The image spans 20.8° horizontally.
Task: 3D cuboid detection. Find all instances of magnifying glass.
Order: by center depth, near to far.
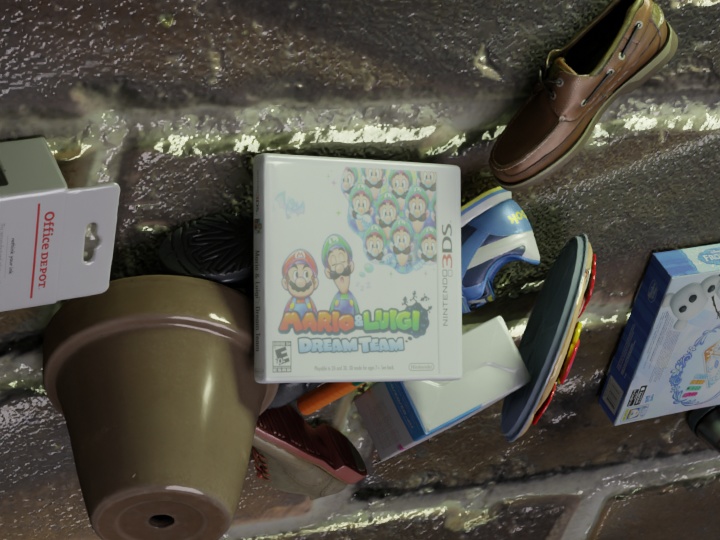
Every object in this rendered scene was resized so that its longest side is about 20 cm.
[{"bbox_3d":[0.011,0.088,1.754,0.079,0.023,0.199,-23,176,-45],"label":"magnifying glass"}]

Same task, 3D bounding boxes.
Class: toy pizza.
[{"bbox_3d":[0.176,0.064,1.790,0.031,0.201,0.201,20,124,-3],"label":"toy pizza"}]

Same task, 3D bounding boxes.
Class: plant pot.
[{"bbox_3d":[-0.160,0.131,1.595,0.198,0.176,0.201,-3,144,-2],"label":"plant pot"}]

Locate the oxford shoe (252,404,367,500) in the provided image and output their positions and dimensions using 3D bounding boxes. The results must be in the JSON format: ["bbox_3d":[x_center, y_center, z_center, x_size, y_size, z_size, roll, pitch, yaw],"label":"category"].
[{"bbox_3d":[-0.073,0.171,1.817,0.075,0.071,0.200,-38,139,15],"label":"oxford shoe"}]

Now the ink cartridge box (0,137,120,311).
[{"bbox_3d":[-0.289,-0.030,1.481,0.198,0.067,0.117,-9,134,-25],"label":"ink cartridge box"}]

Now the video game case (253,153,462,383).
[{"bbox_3d":[0.000,0.000,1.622,0.199,0.024,0.184,1,87,-34],"label":"video game case"}]

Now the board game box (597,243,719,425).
[{"bbox_3d":[0.357,0.058,2.002,0.197,0.043,0.201,-7,133,-27],"label":"board game box"}]

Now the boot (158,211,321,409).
[{"bbox_3d":[-0.094,0.039,1.684,0.163,0.066,0.201,-14,140,-19],"label":"boot"}]

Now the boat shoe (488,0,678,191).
[{"bbox_3d":[0.175,-0.157,1.661,0.200,0.072,0.068,-46,135,1],"label":"boat shoe"}]

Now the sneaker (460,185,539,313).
[{"bbox_3d":[0.069,0.010,1.726,0.199,0.083,0.074,-37,178,7],"label":"sneaker"}]

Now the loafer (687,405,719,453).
[{"bbox_3d":[0.433,0.196,2.171,0.199,0.063,0.072,23,116,-44],"label":"loafer"}]

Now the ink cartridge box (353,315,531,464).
[{"bbox_3d":[0.067,0.114,1.803,0.114,0.068,0.200,-25,173,-19],"label":"ink cartridge box"}]
